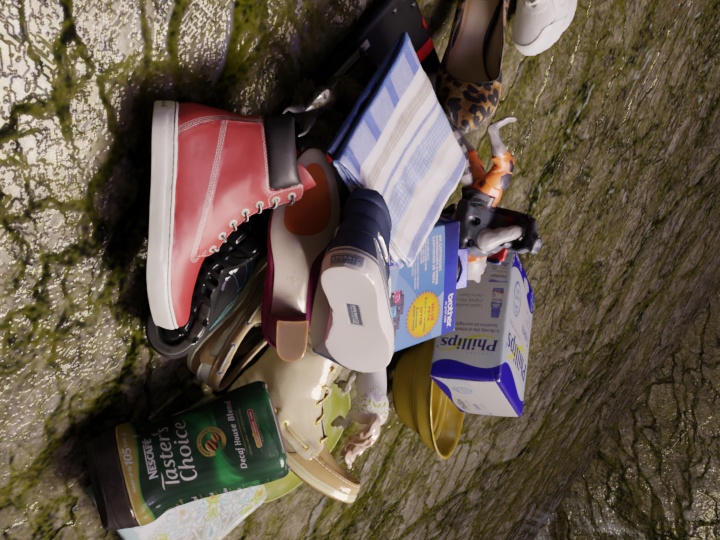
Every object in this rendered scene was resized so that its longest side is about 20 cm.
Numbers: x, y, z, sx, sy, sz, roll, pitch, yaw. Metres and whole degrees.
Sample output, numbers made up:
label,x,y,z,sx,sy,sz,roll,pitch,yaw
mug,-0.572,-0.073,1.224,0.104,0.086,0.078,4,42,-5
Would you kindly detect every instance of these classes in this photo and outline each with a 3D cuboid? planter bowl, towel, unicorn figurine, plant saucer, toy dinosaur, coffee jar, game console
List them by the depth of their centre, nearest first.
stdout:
label,x,y,z,sx,sy,sz,roll,pitch,yaw
towel,0.044,-0.108,0.788,0.148,0.024,0.200,-60,146,-16
toy dinosaur,-0.004,-0.147,0.796,0.102,0.077,0.200,-42,147,4
coffee jar,-0.178,0.192,0.834,0.196,0.106,0.085,-17,169,-11
game console,0.008,-0.176,0.855,0.201,0.031,0.177,-49,142,-9
towel,-0.207,0.261,0.949,0.171,0.048,0.202,-39,135,-23
unicorn figurine,0.006,0.134,1.027,0.072,0.203,0.138,1,146,-24
plant saucer,-0.095,0.228,1.103,0.198,0.031,0.202,-33,143,-29
planter bowl,0.100,0.178,1.230,0.200,0.082,0.205,3,90,-68

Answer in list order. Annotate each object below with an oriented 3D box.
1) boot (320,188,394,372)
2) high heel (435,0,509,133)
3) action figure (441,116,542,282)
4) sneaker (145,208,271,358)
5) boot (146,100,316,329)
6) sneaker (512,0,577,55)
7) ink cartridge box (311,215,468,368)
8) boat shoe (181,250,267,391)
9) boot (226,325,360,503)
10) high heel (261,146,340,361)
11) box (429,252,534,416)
label,x,y,z,sx,sy,sz,roll,pitch,yaw
boot,0.006,0.016,0.774,0.201,0.071,0.092,90,14,-56
high heel,0.121,-0.247,0.827,0.144,0.070,0.202,96,5,-47
action figure,0.130,-0.084,1.002,0.103,0.199,0.198,-1,95,-31
sneaker,-0.142,-0.006,0.796,0.201,0.075,0.079,-55,178,-8
boot,-0.113,-0.039,0.703,0.141,0.073,0.204,3,113,-14
sneaker,0.202,-0.348,0.907,0.098,0.077,0.204,-3,115,-43
ink cartridge box,0.040,0.012,0.915,0.198,0.076,0.139,-16,115,-39
boat shoe,-0.101,0.048,0.876,0.201,0.076,0.072,-50,147,-8
boot,-0.047,0.160,0.959,0.156,0.199,0.073,-51,175,-6
high heel,-0.062,-0.019,0.784,0.066,0.096,0.205,0,101,-13
box,0.186,0.092,1.191,0.184,0.103,0.204,50,47,-58
